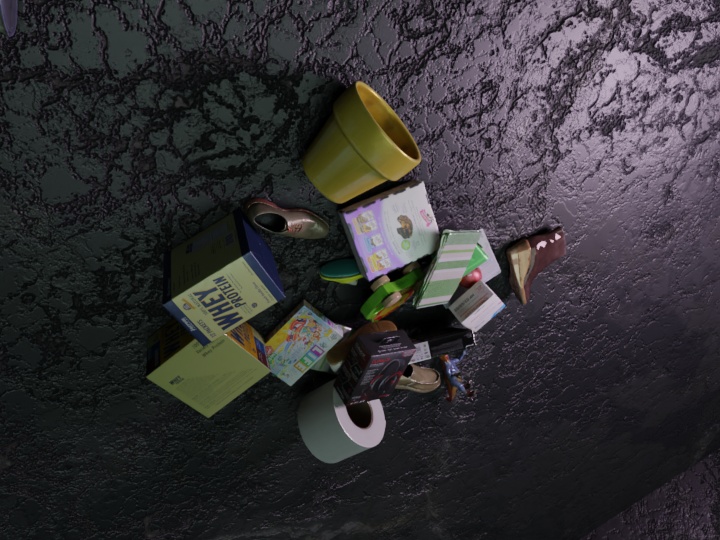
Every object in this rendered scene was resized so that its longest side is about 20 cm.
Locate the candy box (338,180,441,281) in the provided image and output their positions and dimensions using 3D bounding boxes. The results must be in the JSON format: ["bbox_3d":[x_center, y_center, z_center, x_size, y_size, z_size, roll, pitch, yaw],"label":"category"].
[{"bbox_3d":[0.072,-0.094,1.267,0.199,0.072,0.168,-23,105,-9],"label":"candy box"}]

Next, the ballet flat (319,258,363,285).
[{"bbox_3d":[0.000,0.000,1.343,0.199,0.067,0.067,-18,135,-10],"label":"ballet flat"}]

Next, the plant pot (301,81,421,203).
[{"bbox_3d":[-0.011,-0.241,1.114,0.189,0.201,0.201,-37,128,23],"label":"plant pot"}]

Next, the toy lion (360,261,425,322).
[{"bbox_3d":[0.071,0.070,1.354,0.200,0.069,0.192,-22,159,-46],"label":"toy lion"}]

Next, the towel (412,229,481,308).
[{"bbox_3d":[0.205,-0.004,1.306,0.152,0.023,0.201,-4,121,-47],"label":"towel"}]

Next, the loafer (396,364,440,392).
[{"bbox_3d":[0.148,0.303,1.583,0.199,0.076,0.068,4,126,-23],"label":"loafer"}]

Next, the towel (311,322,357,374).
[{"bbox_3d":[-0.040,0.221,1.484,0.199,0.023,0.153,20,112,-28],"label":"towel"}]

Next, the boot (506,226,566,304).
[{"bbox_3d":[0.494,-0.011,1.514,0.166,0.072,0.201,-22,123,-4],"label":"boot"}]

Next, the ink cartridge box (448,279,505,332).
[{"bbox_3d":[0.308,0.094,1.459,0.115,0.068,0.200,-43,156,8],"label":"ink cartridge box"}]

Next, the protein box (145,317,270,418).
[{"bbox_3d":[-0.356,0.198,1.288,0.198,0.135,0.200,-37,127,6],"label":"protein box"}]

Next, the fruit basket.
[{"bbox_3d":[0.266,-0.003,1.441,0.185,0.094,0.200,-35,142,4],"label":"fruit basket"}]

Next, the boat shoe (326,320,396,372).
[{"bbox_3d":[0.005,0.199,1.427,0.199,0.071,0.070,-26,137,-14],"label":"boat shoe"}]

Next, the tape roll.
[{"bbox_3d":[-0.050,0.393,1.466,0.139,0.203,0.202,-32,130,29],"label":"tape roll"}]

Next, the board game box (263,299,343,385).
[{"bbox_3d":[-0.160,0.186,1.392,0.134,0.034,0.200,40,105,-21],"label":"board game box"}]

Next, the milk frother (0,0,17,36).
[{"bbox_3d":[-0.602,-0.430,0.757,0.187,0.200,0.181,1,117,-21],"label":"milk frother"}]

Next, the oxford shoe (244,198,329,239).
[{"bbox_3d":[-0.156,-0.098,1.212,0.199,0.075,0.071,11,116,-26],"label":"oxford shoe"}]

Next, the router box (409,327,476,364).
[{"bbox_3d":[0.191,0.201,1.490,0.199,0.149,0.051,-12,90,-12],"label":"router box"}]

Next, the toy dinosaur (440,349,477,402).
[{"bbox_3d":[0.268,0.310,1.631,0.181,0.105,0.200,40,116,-14],"label":"toy dinosaur"}]

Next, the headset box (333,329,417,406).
[{"bbox_3d":[0.038,0.234,1.369,0.148,0.075,0.201,-2,130,-37],"label":"headset box"}]

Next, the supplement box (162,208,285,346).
[{"bbox_3d":[-0.290,0.010,1.152,0.199,0.200,0.134,-31,126,2],"label":"supplement box"}]
